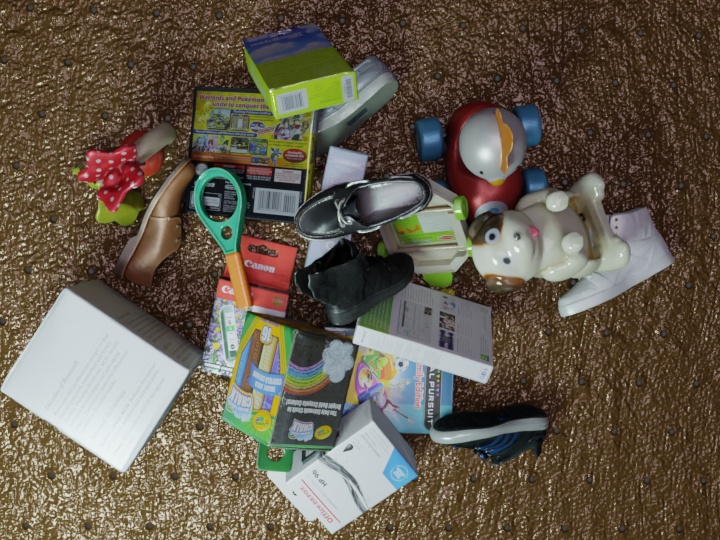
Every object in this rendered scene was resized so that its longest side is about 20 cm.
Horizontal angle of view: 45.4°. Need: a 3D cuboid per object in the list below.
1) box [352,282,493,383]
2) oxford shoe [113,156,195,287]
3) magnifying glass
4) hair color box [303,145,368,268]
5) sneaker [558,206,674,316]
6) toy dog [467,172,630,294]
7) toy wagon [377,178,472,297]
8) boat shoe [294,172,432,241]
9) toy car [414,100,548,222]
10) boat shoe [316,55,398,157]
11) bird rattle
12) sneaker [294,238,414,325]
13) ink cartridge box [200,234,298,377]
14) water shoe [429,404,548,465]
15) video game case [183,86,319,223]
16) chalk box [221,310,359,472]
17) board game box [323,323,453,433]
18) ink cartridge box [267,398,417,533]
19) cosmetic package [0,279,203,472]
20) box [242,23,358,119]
[{"bbox_3d":[0.092,0.077,1.226,0.196,0.145,0.037,18,122,-3],"label":"box"},{"bbox_3d":[-0.281,-0.069,1.244,0.070,0.071,0.202,28,101,-7],"label":"oxford shoe"},{"bbox_3d":[-0.187,-0.046,1.221,0.078,0.022,0.204,-13,92,21],"label":"magnifying glass"},{"bbox_3d":[-0.039,-0.069,1.239,0.059,0.099,0.205,11,92,-3],"label":"hair color box"},{"bbox_3d":[0.361,-0.020,1.285,0.197,0.074,0.117,-28,92,-12],"label":"sneaker"},{"bbox_3d":[0.240,-0.045,1.194,0.197,0.193,0.143,-12,87,-36],"label":"toy dog"},{"bbox_3d":[0.095,-0.043,1.245,0.152,0.040,0.202,-3,133,26],"label":"toy wagon"},{"bbox_3d":[0.000,-0.084,1.150,0.195,0.060,0.076,-10,96,10],"label":"boat shoe"},{"bbox_3d":[0.181,-0.154,1.199,0.180,0.200,0.181,-7,93,-3],"label":"toy car"},{"bbox_3d":[-0.039,-0.236,1.256,0.199,0.070,0.072,-37,70,3],"label":"boat shoe"},{"bbox_3d":[-0.322,-0.152,1.182,0.113,0.200,0.163,45,66,-4],"label":"bird rattle"},{"bbox_3d":[-0.002,-0.001,1.171,0.199,0.059,0.106,-35,128,-33],"label":"sneaker"},{"bbox_3d":[-0.162,0.056,1.262,0.107,0.050,0.205,12,92,-4],"label":"ink cartridge box"},{"bbox_3d":[0.193,0.251,1.260,0.196,0.071,0.081,-3,102,-23],"label":"water shoe"},{"bbox_3d":[-0.156,-0.166,1.231,0.196,0.025,0.185,7,93,20],"label":"video game case"},{"bbox_3d":[-0.103,0.175,1.192,0.123,0.123,0.204,15,90,-42],"label":"chalk box"},{"bbox_3d":[0.039,0.161,1.281,0.195,0.047,0.155,2,93,-3],"label":"board game box"},{"bbox_3d":[-0.029,0.295,1.243,0.199,0.068,0.117,-36,109,10],"label":"ink cartridge box"},{"bbox_3d":[-0.349,0.139,1.198,0.198,0.165,0.167,34,91,-3],"label":"cosmetic package"},{"bbox_3d":[-0.088,-0.281,1.194,0.119,0.201,0.048,-15,126,-11],"label":"box"}]
